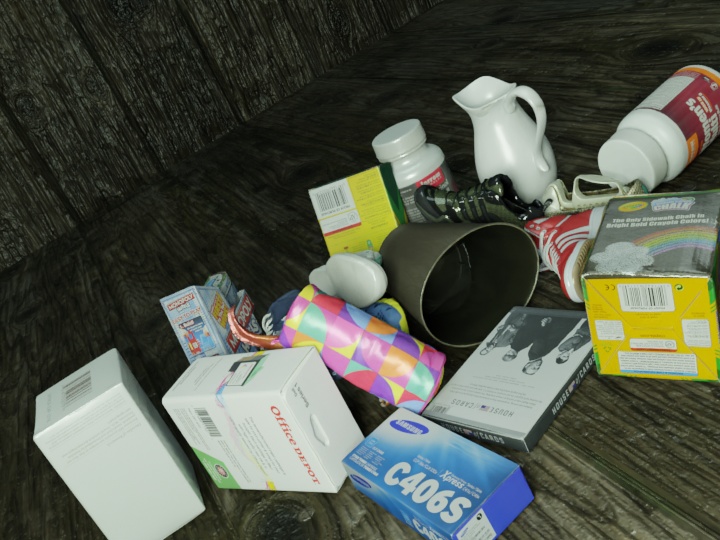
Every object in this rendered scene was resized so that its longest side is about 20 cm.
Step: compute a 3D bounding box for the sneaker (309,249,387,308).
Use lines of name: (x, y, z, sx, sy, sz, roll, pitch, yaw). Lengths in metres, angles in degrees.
sneaker: (0.000, 0.000, 1.103, 0.087, 0.076, 0.199, -26, 8, -22)

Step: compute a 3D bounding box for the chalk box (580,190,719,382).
chalk box: (0.314, 0.001, 0.852, 0.122, 0.126, 0.201, -1, 33, 31)

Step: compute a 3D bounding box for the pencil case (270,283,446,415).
pencil case: (0.001, 0.091, 0.948, 0.197, 0.089, 0.089, 27, 41, 7)

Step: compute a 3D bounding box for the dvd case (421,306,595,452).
dvd case: (0.179, 0.112, 0.922, 0.149, 0.025, 0.200, 2, 39, 50)

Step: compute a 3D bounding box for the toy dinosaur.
toy dinosaur: (-0.041, 0.118, 1.004, 0.178, 0.200, 0.107, -13, 52, 27)

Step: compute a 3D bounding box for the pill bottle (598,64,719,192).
pill bottle: (0.429, -0.194, 1.159, 0.199, 0.111, 0.109, -39, 25, -24)

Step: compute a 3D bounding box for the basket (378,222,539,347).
basket: (0.111, 0.002, 1.095, 0.179, 0.138, 0.199, -34, 20, -14)

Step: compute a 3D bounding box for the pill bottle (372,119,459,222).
pill bottle: (0.093, -0.125, 1.278, 0.109, 0.202, 0.111, -23, 23, 10)

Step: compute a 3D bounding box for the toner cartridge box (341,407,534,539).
toner cartridge box: (0.070, 0.207, 0.825, 0.094, 0.044, 0.199, -37, 24, -22)

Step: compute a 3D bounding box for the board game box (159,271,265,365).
board game box: (-0.193, 0.087, 1.169, 0.061, 0.202, 0.201, -20, 24, 17)

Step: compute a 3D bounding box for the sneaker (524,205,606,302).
sneaker: (0.252, -0.016, 1.043, 0.111, 0.072, 0.200, -8, 23, 31)

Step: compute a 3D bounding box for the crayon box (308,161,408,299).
crayon box: (0.013, -0.045, 1.235, 0.125, 0.204, 0.051, -14, 7, 27)

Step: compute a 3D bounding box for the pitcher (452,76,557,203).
pitcher: (0.237, -0.185, 1.241, 0.120, 0.202, 0.171, -34, 24, -16)

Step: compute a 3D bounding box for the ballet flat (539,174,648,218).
ballet flat: (0.304, -0.096, 1.143, 0.197, 0.076, 0.068, -6, 32, 43)

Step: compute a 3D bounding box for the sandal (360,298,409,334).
sandal: (-0.012, 0.086, 1.105, 0.086, 0.081, 0.198, -17, 3, -38)

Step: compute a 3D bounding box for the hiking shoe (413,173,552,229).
hiking shoe: (0.173, -0.099, 1.169, 0.197, 0.102, 0.076, 21, 31, 15)

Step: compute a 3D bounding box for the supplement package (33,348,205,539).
supplement package: (-0.290, 0.222, 1.000, 0.116, 0.202, 0.117, -31, 23, -10)

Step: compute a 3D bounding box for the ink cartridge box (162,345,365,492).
ink cartridge box: (-0.112, 0.176, 0.964, 0.197, 0.147, 0.084, -9, 29, 37)

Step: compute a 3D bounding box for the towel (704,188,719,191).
towel: (0.378, -0.035, 1.014, 0.085, 0.018, 0.200, -8, 31, 51)

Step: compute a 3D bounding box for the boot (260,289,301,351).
boot: (-0.114, 0.099, 1.197, 0.089, 0.074, 0.200, 14, 34, 28)
